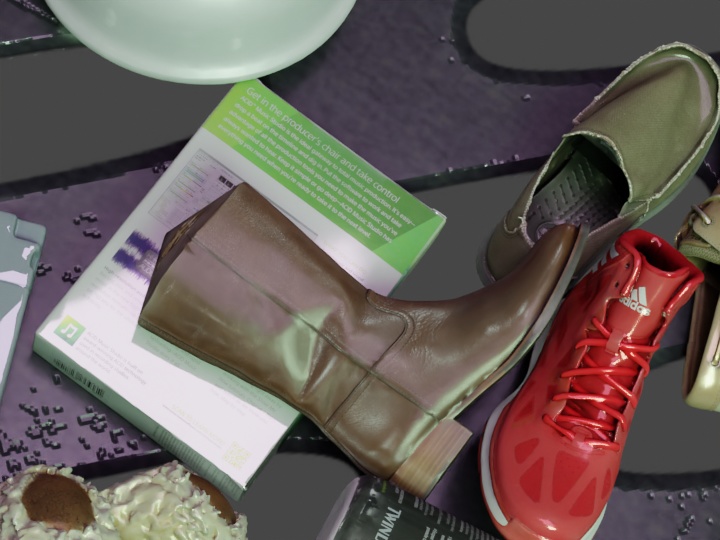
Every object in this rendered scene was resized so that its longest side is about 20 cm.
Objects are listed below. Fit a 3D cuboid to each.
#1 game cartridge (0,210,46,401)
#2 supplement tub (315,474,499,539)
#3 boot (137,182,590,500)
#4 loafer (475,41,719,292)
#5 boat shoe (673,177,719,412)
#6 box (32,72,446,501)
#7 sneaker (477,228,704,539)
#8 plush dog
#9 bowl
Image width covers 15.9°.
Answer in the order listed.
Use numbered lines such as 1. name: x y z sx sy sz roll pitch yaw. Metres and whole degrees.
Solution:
1. game cartridge: -0.255 0.052 1.381 0.133 0.041 0.200 16 69 -9
2. supplement tub: 0.059 0.202 1.347 0.200 0.123 0.123 28 69 -1
3. boot: 0.000 0.000 1.393 0.200 0.064 0.187 35 77 5
4. loafer: 0.147 -0.058 1.478 0.075 0.070 0.200 39 69 3
5. boat shoe: 0.216 -0.017 1.478 0.064 0.071 0.200 7 72 -10
6. box: -0.066 0.007 1.434 0.144 0.036 0.200 37 70 2
7. sneaker: 0.124 0.052 1.380 0.078 0.116 0.200 21 45 -5
8. plush dog: -0.135 0.203 1.301 0.160 0.200 0.172 -35 72 19
9. bowl: -0.090 -0.212 1.456 0.201 0.090 0.201 3 63 -5
